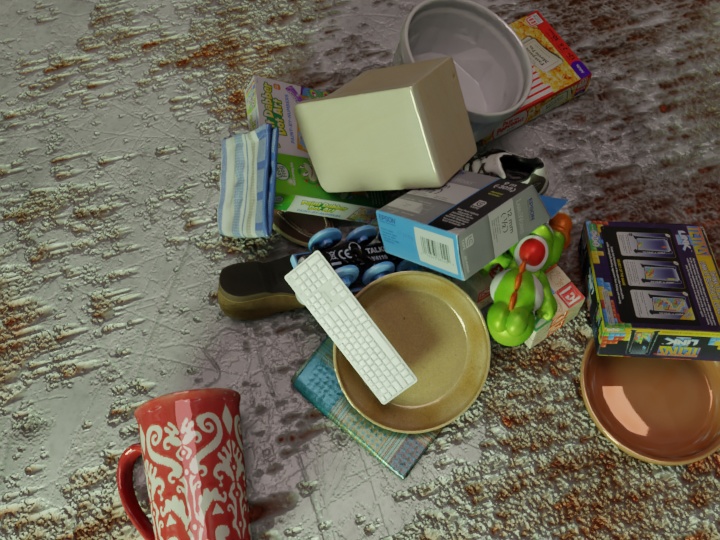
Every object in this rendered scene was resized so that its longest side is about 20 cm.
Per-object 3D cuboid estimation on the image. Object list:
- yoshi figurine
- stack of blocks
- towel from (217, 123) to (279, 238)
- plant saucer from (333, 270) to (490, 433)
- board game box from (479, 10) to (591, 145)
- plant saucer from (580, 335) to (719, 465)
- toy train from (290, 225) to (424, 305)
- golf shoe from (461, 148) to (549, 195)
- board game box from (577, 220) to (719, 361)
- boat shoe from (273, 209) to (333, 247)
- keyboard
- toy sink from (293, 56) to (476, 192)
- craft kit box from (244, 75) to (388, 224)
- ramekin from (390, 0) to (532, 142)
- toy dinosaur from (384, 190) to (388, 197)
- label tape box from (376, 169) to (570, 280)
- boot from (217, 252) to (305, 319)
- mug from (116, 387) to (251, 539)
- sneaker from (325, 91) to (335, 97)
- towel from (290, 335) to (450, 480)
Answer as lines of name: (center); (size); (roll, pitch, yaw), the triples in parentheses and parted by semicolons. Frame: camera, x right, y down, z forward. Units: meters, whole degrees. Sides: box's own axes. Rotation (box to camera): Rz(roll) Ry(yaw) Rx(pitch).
yoshi figurine: (0.203, 0.014, 0.975); (0.111, 0.112, 0.202); (-12, 38, 42)
stack of blocks: (0.195, 0.004, 1.052); (0.114, 0.059, 0.201); (-32, 66, -12)
towel: (-0.158, -0.119, 1.050); (0.023, 0.199, 0.150); (2, 92, -27)
plant saucer: (0.064, 0.101, 0.969); (0.196, 0.035, 0.205); (0, 94, 0)
board game box: (0.236, -0.304, 1.208); (0.198, 0.047, 0.153); (-28, 66, -9)
plant saucer: (0.378, 0.150, 0.982); (0.196, 0.038, 0.204); (-1, 63, 3)
toy train: (0.000, 0.000, 1.007); (0.197, 0.115, 0.088); (-10, 59, -30)
golf shoe: (0.173, -0.144, 1.108); (0.196, 0.095, 0.079); (3, 65, 7)
board game box: (0.380, 0.022, 1.002); (0.162, 0.057, 0.202); (4, 44, 4)
boat shoe: (-0.116, -0.114, 1.122); (0.072, 0.072, 0.200); (-37, 67, -14)
keyboard: (-0.011, 0.070, 0.932); (0.056, 0.011, 0.201); (-35, 97, 21)
toy sink: (0.033, -0.187, 1.002); (0.197, 0.132, 0.112); (1, 32, 40)
craft kit box: (-0.064, -0.173, 1.113); (0.194, 0.049, 0.203); (4, 60, -28)
ramekin: (0.133, -0.274, 1.087); (0.196, 0.105, 0.204); (9, 62, -18)
toy dinosaur: (0.087, -0.117, 1.094); (0.100, 0.058, 0.202); (-23, 52, 8)
label tape box: (0.139, -0.077, 0.942); (0.199, 0.067, 0.142); (-34, 33, -27)
boot: (-0.101, 0.027, 1.062); (0.196, 0.076, 0.075); (-2, 55, -18)
mug: (-0.205, 0.267, 0.933); (0.132, 0.177, 0.203); (4, 62, -36)
sneaker: (0.028, -0.203, 1.125); (0.197, 0.078, 0.101); (-8, 79, -32)
towel: (0.024, 0.155, 1.012); (0.199, 0.022, 0.147); (37, 73, 17)
